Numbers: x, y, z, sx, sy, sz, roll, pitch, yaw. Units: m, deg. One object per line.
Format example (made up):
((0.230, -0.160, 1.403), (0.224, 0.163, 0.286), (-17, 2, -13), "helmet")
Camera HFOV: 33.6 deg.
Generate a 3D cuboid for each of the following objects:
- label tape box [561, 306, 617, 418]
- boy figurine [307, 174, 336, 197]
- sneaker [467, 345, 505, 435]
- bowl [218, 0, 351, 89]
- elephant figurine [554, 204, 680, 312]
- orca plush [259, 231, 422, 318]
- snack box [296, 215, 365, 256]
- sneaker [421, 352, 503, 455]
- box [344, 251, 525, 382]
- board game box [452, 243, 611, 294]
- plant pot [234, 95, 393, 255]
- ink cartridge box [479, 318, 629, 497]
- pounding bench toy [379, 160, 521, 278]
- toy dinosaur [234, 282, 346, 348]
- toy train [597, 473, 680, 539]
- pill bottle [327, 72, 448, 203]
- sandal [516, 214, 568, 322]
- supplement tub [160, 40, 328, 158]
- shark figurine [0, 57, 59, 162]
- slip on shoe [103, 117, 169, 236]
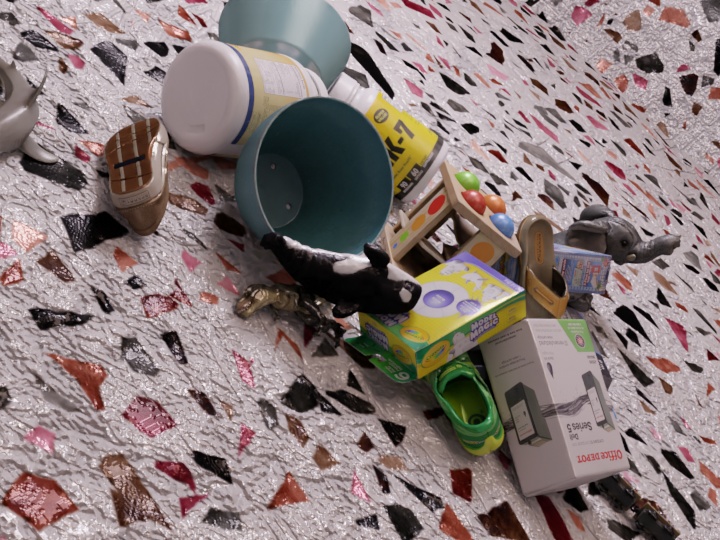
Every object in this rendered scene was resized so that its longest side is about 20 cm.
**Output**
((0.303, 0.117, 1.742), (0.199, 0.063, 0.145), (24, 31, -29), "label tape box")
((-0.021, -0.115, 1.647), (0.200, 0.064, 0.125), (17, 52, -62), "boy figurine")
((0.147, 0.116, 1.522), (0.078, 0.079, 0.201), (15, 38, -43), "sneaker")
((-0.119, -0.301, 1.722), (0.200, 0.201, 0.106), (29, 48, -22), "bowl")
((0.388, -0.043, 1.948), (0.155, 0.200, 0.142), (24, 31, -30), "elephant figurine")
((-0.022, 0.016, 1.363), (0.199, 0.105, 0.071), (31, 46, -28), "orca plush")
((0.000, 0.000, 1.563), (0.200, 0.024, 0.072), (44, 24, 8), "snack box")
((0.112, 0.125, 1.437), (0.200, 0.074, 0.084), (55, -11, 29), "sneaker")
((0.088, 0.056, 1.435), (0.199, 0.049, 0.117), (-29, 41, -25), "box")
((0.231, -0.014, 1.739), (0.199, 0.062, 0.199), (14, 7, 36), "board game box")
((-0.077, -0.104, 1.470), (0.199, 0.134, 0.202), (3, 85, -35), "plant pot")
((0.242, 0.167, 1.482), (0.145, 0.084, 0.201), (3, 66, -50), "ink cartridge box")
((0.122, -0.067, 1.662), (0.124, 0.156, 0.200), (37, 21, -24), "pounding bench toy")
((-0.059, 0.046, 1.396), (0.088, 0.048, 0.199), (45, 22, 25), "toy dinosaur")
((0.340, 0.288, 1.563), (0.200, 0.034, 0.046), (45, 14, 11), "toy train")
((0.025, -0.203, 1.813), (0.199, 0.114, 0.114), (35, 26, -9), "pill bottle")
((0.252, 0.022, 1.614), (0.080, 0.054, 0.202), (2, 83, -40), "sandal")
((-0.148, -0.219, 1.573), (0.199, 0.145, 0.145), (-1, 47, -54), "supplement tub")
((-0.378, -0.205, 1.313), (0.128, 0.090, 0.215), (19, 35, -39), "shark figurine")
((-0.250, -0.111, 1.371), (0.200, 0.076, 0.061), (-111, -178, -57), "slip on shoe")
